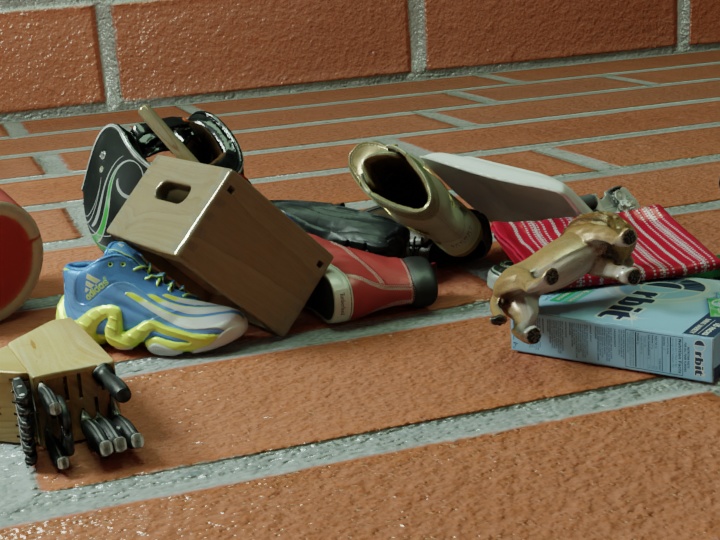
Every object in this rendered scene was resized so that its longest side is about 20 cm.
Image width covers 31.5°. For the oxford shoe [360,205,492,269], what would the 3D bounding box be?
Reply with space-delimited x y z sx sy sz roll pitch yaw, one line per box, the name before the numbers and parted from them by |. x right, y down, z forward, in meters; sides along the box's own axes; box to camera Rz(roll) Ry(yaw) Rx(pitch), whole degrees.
oxford shoe | 0.057 -0.036 1.508 0.199 0.073 0.084 -6 22 2

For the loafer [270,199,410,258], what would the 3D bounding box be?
loafer | -0.038 -0.046 1.482 0.200 0.068 0.070 14 39 24

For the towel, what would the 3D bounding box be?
towel | 0.244 -0.025 1.297 0.199 0.023 0.145 -6 26 -11

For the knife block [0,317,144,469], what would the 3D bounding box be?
knife block | -0.231 0.101 1.071 0.175 0.064 0.200 2 16 19

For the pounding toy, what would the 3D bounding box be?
pounding toy | -0.155 -0.055 1.320 0.184 0.142 0.200 41 -15 -35

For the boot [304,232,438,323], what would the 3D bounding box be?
boot | 0.000 0.000 1.395 0.144 0.073 0.200 -8 22 -23

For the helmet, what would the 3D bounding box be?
helmet | -0.235 -0.082 1.519 0.200 0.191 0.200 16 40 -13

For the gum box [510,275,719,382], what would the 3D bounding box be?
gum box | 0.269 0.045 1.199 0.200 0.045 0.170 8 19 37

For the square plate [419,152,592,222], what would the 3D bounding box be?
square plate | 0.193 -0.076 1.456 0.198 0.028 0.200 20 -11 40

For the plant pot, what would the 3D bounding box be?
plant pot | -0.460 -0.030 1.415 0.177 0.201 0.200 21 27 37

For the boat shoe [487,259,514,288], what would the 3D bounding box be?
boat shoe | 0.235 -0.008 1.367 0.199 0.064 0.071 -1 16 12

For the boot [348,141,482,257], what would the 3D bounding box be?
boot | 0.036 -0.103 1.426 0.200 0.072 0.155 42 5 31

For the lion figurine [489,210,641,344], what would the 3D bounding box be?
lion figurine | 0.179 0.000 1.169 0.200 0.073 0.122 -20 16 -18

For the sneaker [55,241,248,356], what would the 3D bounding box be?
sneaker | -0.212 0.026 1.267 0.199 0.105 0.076 -1 15 10

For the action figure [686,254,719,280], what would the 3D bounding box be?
action figure | 0.408 0.006 1.296 0.200 0.055 0.118 2 16 46

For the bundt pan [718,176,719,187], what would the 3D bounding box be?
bundt pan | 0.470 -0.053 1.321 0.201 0.076 0.202 11 -23 5

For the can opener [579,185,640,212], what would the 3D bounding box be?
can opener | 0.282 -0.065 1.627 0.200 0.053 0.066 -13 -17 -38
